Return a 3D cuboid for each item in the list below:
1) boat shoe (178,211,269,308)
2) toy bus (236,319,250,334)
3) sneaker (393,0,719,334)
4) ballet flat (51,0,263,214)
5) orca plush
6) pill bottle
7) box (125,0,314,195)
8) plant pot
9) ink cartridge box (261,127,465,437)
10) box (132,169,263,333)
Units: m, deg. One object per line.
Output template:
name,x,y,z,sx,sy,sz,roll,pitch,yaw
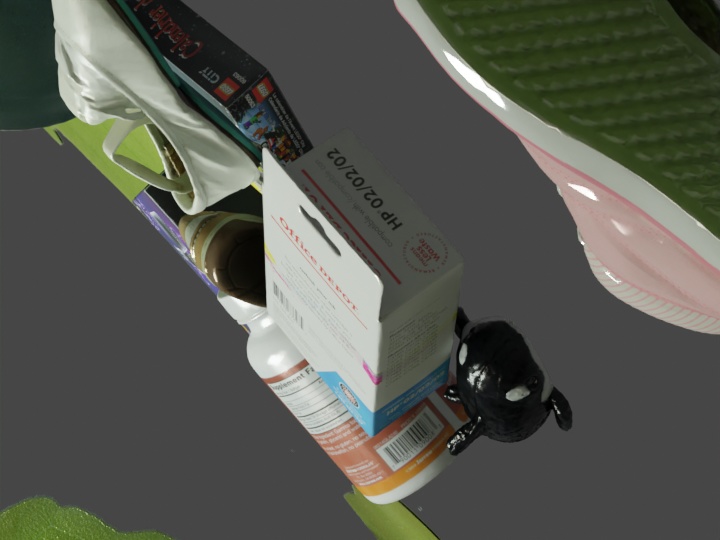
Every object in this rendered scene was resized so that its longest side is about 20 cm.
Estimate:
boat shoe,-0.040,0.000,1.257,0.199,0.072,0.076,30,-179,-43
toy bus,-0.061,0.052,1.682,0.200,0.065,0.078,49,172,-15
sneaker,0.076,-0.052,0.614,0.200,0.075,0.105,42,165,4
ballet flat,-0.121,-0.092,0.999,0.069,0.070,0.200,39,174,40
orca plush,0.072,0.083,1.197,0.105,0.071,0.200,47,171,-2
pill bottle,-0.012,0.066,1.379,0.200,0.112,0.112,50,170,-13
box,-0.108,-0.127,1.240,0.200,0.038,0.137,41,169,36
plant pot,-0.256,-0.188,1.168,0.198,0.135,0.201,12,-158,-5
ink cartridge box,0.000,0.000,1.103,0.115,0.068,0.201,49,160,21
box,-0.092,-0.012,1.530,0.200,0.079,0.141,48,173,-6
